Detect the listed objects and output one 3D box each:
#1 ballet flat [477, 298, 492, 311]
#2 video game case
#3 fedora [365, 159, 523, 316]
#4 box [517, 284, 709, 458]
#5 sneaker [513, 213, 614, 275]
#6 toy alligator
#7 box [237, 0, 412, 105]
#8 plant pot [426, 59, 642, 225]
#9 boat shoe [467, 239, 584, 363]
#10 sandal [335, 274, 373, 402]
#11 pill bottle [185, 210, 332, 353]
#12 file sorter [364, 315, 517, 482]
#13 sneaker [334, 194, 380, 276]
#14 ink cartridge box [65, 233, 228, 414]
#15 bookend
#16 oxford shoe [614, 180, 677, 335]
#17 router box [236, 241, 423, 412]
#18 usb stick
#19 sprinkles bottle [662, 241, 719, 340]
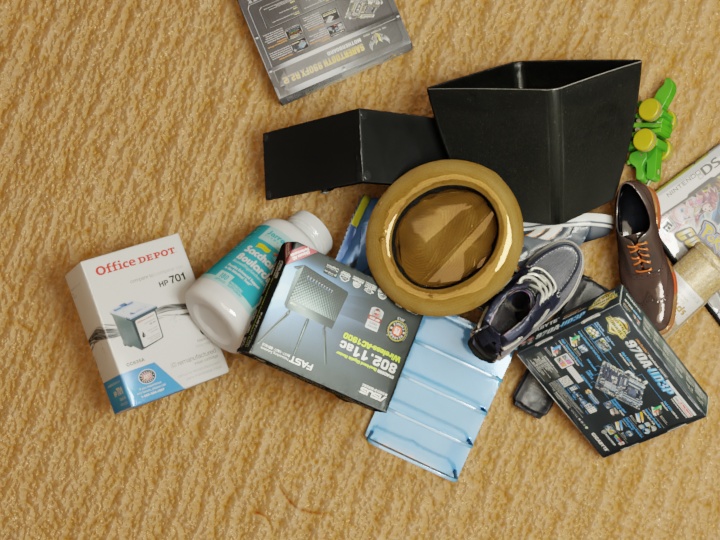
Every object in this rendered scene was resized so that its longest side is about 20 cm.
[{"bbox_3d":[0.156,0.050,1.556,0.199,0.066,0.057,29,89,11],"label":"ballet flat"},{"bbox_3d":[0.496,-0.058,1.560,0.180,0.026,0.200,-36,86,1],"label":"video game case"},{"bbox_3d":[0.107,-0.039,1.452,0.200,0.082,0.202,0,90,9],"label":"fedora"},{"bbox_3d":[0.321,0.133,1.484,0.159,0.046,0.200,-31,108,33],"label":"box"},{"bbox_3d":[0.237,-0.032,1.548,0.199,0.078,0.080,-4,84,11],"label":"sneaker"},{"bbox_3d":[0.379,-0.160,1.556,0.054,0.059,0.201,6,82,44],"label":"toy alligator"},{"bbox_3d":[-0.049,-0.338,1.591,0.199,0.048,0.159,-24,87,2],"label":"box"},{"bbox_3d":[0.226,-0.163,1.478,0.199,0.199,0.178,10,114,43],"label":"plant pot"},{"bbox_3d":[0.217,0.028,1.438,0.075,0.093,0.200,39,71,8],"label":"boat shoe"},{"bbox_3d":[0.021,0.084,1.562,0.081,0.055,0.201,18,97,13],"label":"sandal"},{"bbox_3d":[-0.126,0.007,1.526,0.111,0.111,0.200,43,61,4],"label":"pill bottle"},{"bbox_3d":[0.107,0.158,1.524,0.138,0.123,0.201,24,88,3],"label":"file sorter"},{"bbox_3d":[0.000,0.000,1.565,0.078,0.066,0.201,24,89,1],"label":"sneaker"},{"bbox_3d":[-0.282,0.070,1.541,0.146,0.086,0.201,-19,88,-29],"label":"ink cartridge box"},{"bbox_3d":[0.008,-0.145,1.546,0.200,0.198,0.093,-6,86,47],"label":"bookend"},{"bbox_3d":[0.353,-0.016,1.479,0.071,0.072,0.201,-15,76,25],"label":"oxford shoe"},{"bbox_3d":[-0.033,0.072,1.453,0.199,0.062,0.150,25,79,-17],"label":"router box"},{"bbox_3d":[0.270,0.102,1.562,0.055,0.033,0.201,29,89,-3],"label":"usb stick"},{"bbox_3d":[0.392,0.052,1.525,0.200,0.068,0.068,-45,86,9],"label":"sprinkles bottle"}]
